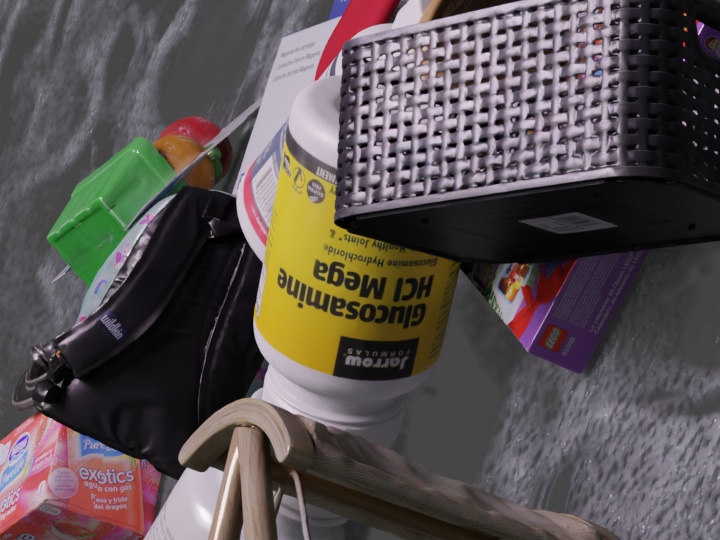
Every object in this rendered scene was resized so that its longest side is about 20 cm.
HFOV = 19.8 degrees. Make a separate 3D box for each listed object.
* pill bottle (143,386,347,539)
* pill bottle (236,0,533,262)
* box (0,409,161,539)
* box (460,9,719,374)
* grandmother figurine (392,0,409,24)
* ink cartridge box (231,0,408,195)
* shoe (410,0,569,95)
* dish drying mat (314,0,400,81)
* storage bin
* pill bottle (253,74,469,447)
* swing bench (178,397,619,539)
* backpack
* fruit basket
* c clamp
[{"bbox_3d":[-0.074,0.175,1.266,0.201,0.114,0.115,-59,25,23],"label":"pill bottle"},{"bbox_3d":[0.020,-0.081,1.275,0.200,0.119,0.120,-48,31,38],"label":"pill bottle"},{"bbox_3d":[-0.241,0.181,1.646,0.200,0.094,0.103,-37,38,50],"label":"box"},{"bbox_3d":[0.129,-0.061,1.123,0.201,0.039,0.137,-62,23,13],"label":"box"},{"bbox_3d":[0.064,-0.196,1.351,0.201,0.060,0.121,-65,18,9],"label":"grandmother figurine"},{"bbox_3d":[-0.018,-0.137,1.503,0.196,0.043,0.201,-7,65,64],"label":"ink cartridge box"},{"bbox_3d":[0.081,-0.140,1.182,0.053,0.070,0.200,-44,-2,40],"label":"shoe"},{"bbox_3d":[0.009,-0.178,1.364,0.200,0.018,0.077,124,159,-47],"label":"dish drying mat"},{"bbox_3d":[0.097,-0.065,0.997,0.199,0.135,0.094,-6,76,42],"label":"storage bin"},{"bbox_3d":[0.000,0.000,1.174,0.113,0.112,0.201,-113,30,-58],"label":"pill bottle"},{"bbox_3d":[0.020,0.170,0.965,0.130,0.198,0.201,-41,36,46],"label":"swing bench"},{"bbox_3d":[-0.132,0.037,1.469,0.201,0.166,0.126,-66,18,-10],"label":"backpack"},{"bbox_3d":[-0.146,-0.069,1.644,0.200,0.094,0.185,-39,6,-37],"label":"fruit basket"},{"bbox_3d":[-0.202,0.041,1.666,0.200,0.027,0.171,-38,19,-3],"label":"c clamp"}]
